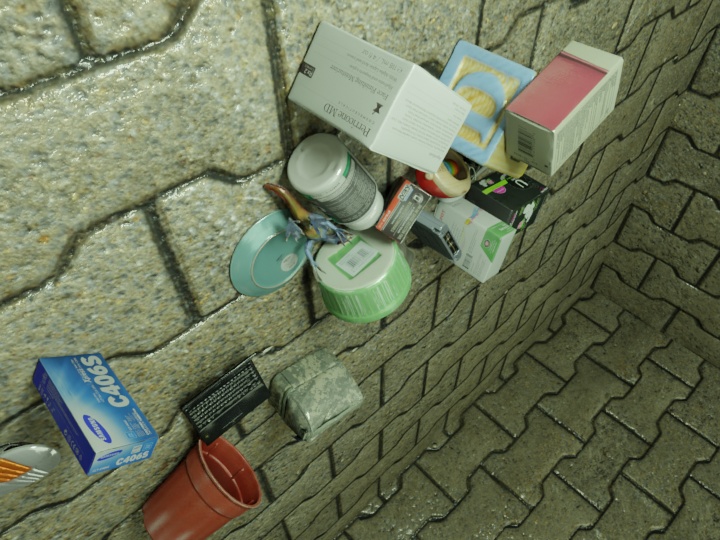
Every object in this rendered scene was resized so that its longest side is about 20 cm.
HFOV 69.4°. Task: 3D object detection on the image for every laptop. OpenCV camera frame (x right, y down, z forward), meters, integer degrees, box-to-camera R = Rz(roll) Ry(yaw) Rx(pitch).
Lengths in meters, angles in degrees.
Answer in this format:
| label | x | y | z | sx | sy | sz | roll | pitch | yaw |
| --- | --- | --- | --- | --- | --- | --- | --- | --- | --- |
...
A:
| label | x | y | z | sx | sy | sz | roll | pitch | yaw |
| --- | --- | --- | --- | --- | --- | --- | --- | --- | --- |
| laptop | -0.271 | 0.272 | 1.088 | 0.177 | 0.103 | 0.201 | -36 | 126 | -24 |

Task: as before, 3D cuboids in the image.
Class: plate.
| label | x | y | z | sx | sy | sz | roll | pitch | yaw |
| --- | --- | --- | --- | --- | --- | --- | --- | --- | --- |
| plate | -0.160 | -0.027 | 1.002 | 0.200 | 0.026 | 0.201 | -34 | 145 | -28 |

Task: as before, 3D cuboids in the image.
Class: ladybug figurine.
| label | x | y | z | sx | sy | sz | roll | pitch | yaw |
| --- | --- | --- | --- | --- | --- | --- | --- | --- | --- |
| ladybug figurine | 0.180 | -0.218 | 1.167 | 0.072 | 0.136 | 0.200 | -33 | 173 | 33 |

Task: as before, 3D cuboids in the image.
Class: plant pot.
| label | x | y | z | sx | sy | sz | roll | pitch | yaw |
| --- | --- | --- | --- | --- | --- | --- | --- | --- | --- |
| plant pot | -0.360 | 0.505 | 1.158 | 0.195 | 0.201 | 0.201 | -41 | 150 | -1 |

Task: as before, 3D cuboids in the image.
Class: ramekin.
| label | x | y | z | sx | sy | sz | roll | pitch | yaw |
| --- | --- | --- | --- | --- | --- | --- | --- | --- | --- |
| ramekin | 0.000 | 0.000 | 1.086 | 0.200 | 0.200 | 0.098 | -42 | 142 | -15 |

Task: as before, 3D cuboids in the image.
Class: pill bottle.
| label | x | y | z | sx | sy | sz | roll | pitch | yaw |
| --- | --- | --- | --- | --- | --- | --- | --- | --- | --- |
| pill bottle | -0.036 | -0.152 | 0.947 | 0.113 | 0.113 | 0.200 | -52 | 149 | 1 |

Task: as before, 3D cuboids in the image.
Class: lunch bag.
| label | x | y | z | sx | sy | sz | roll | pitch | yaw |
| --- | --- | --- | --- | --- | --- | --- | --- | --- | --- |
| lunch bag | -0.110 | 0.315 | 1.299 | 0.200 | 0.168 | 0.140 | -22 | 139 | -39 |

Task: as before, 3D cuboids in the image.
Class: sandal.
| label | x | y | z | sx | sy | sz | roll | pitch | yaw |
| --- | --- | --- | --- | --- | --- | --- | --- | --- | --- |
| sandal | -0.560 | 0.305 | 0.794 | 0.206 | 0.059 | 0.079 | -29 | 132 | 2 |

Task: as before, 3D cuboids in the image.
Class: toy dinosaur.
| label | x | y | z | sx | sy | sz | roll | pitch | yaw |
| --- | --- | --- | --- | --- | --- | --- | --- | --- | --- |
| toy dinosaur | -0.075 | -0.087 | 0.974 | 0.105 | 0.201 | 0.182 | -23 | -174 | 8 |

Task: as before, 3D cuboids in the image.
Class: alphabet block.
| label | x | y | z | sx | sy | sz | roll | pitch | yaw |
| --- | --- | --- | --- | --- | --- | --- | --- | --- | --- |
| alphabet block | 0.276 | -0.332 | 1.101 | 0.200 | 0.195 | 0.197 | -2 | 126 | -54 |

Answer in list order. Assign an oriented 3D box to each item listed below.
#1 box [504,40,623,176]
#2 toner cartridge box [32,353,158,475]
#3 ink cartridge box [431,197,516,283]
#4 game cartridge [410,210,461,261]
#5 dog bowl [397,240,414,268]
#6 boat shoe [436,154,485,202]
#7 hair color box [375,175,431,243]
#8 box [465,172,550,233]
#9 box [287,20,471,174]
| label | x | y | z | sx | sy | sz | roll | pitch | yaw |
| --- | --- | --- | --- | --- | --- | --- | --- | --- | --- |
| box | 0.374 | -0.301 | 0.970 | 0.200 | 0.109 | 0.128 | -46 | 149 | -10 |
| toner cartridge box | -0.389 | 0.200 | 0.760 | 0.095 | 0.200 | 0.043 | 2 | 120 | -55 |
| ink cartridge box | 0.286 | -0.087 | 1.371 | 0.087 | 0.200 | 0.146 | -27 | 142 | -40 |
| game cartridge | 0.170 | -0.095 | 1.269 | 0.041 | 0.133 | 0.200 | -56 | 151 | -5 |
| dog bowl | 0.044 | -0.001 | 1.274 | 0.200 | 0.059 | 0.201 | -35 | 146 | -28 |
| boat shoe | 0.257 | -0.247 | 1.281 | 0.199 | 0.074 | 0.068 | -39 | 152 | -21 |
| hair color box | 0.083 | -0.132 | 1.081 | 0.111 | 0.064 | 0.200 | -57 | -173 | 10 |
| box | 0.407 | -0.188 | 1.476 | 0.200 | 0.148 | 0.125 | -28 | 144 | -36 |
| box | 0.033 | -0.268 | 0.828 | 0.200 | 0.199 | 0.131 | 3 | 120 | -55 |
